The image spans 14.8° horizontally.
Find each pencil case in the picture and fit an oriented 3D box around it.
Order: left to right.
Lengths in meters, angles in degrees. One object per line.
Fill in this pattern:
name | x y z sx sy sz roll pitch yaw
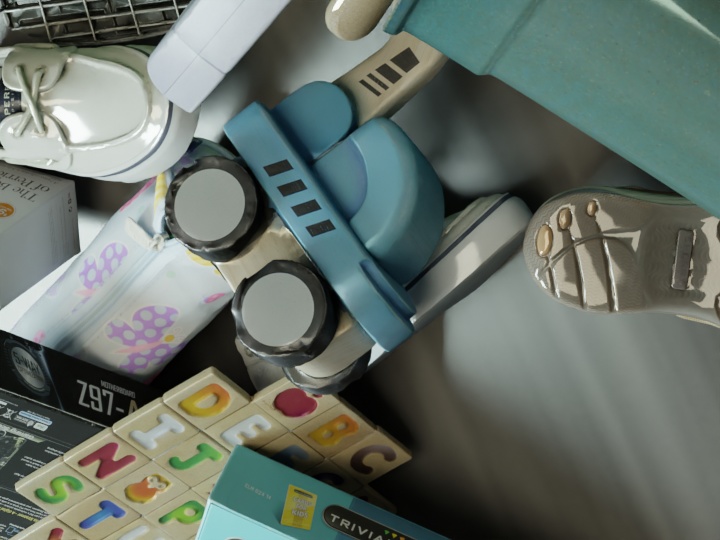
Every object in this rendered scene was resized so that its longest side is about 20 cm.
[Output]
pencil case | -0.124 0.019 1.491 0.083 0.091 0.200 43 122 -3

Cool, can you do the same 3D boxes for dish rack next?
dish rack | -0.141 -0.218 1.435 0.152 0.055 0.201 -4 109 29

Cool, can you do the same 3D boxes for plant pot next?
plant pot | 0.147 -0.131 1.253 0.196 0.200 0.201 36 121 0

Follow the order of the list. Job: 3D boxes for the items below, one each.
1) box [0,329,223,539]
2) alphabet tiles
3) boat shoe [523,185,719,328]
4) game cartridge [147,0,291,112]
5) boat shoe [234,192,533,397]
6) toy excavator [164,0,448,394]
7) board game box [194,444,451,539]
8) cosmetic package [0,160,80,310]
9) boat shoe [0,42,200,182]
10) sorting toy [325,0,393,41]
box | -0.158 0.123 1.502 0.199 0.044 0.160 22 128 -32
alphabet tiles | -0.080 0.122 1.480 0.199 0.006 0.166 -31 134 20
boat shoe | 0.179 -0.006 1.345 0.199 0.072 0.076 13 99 2
game cartridge | -0.022 -0.162 1.254 0.040 0.134 0.200 36 128 -10
boat shoe | 0.002 -0.001 1.438 0.086 0.074 0.202 54 131 4
toy excavator | -0.001 -0.067 1.356 0.199 0.100 0.195 -35 71 3
board game box | 0.000 0.193 1.475 0.199 0.047 0.151 24 133 3
cosmetic package | -0.258 -0.037 1.527 0.199 0.083 0.051 16 126 26
boat shoe | -0.166 -0.087 1.452 0.199 0.065 0.073 10 96 45
sorting toy | 0.062 -0.212 1.224 0.036 0.200 0.185 37 139 0
